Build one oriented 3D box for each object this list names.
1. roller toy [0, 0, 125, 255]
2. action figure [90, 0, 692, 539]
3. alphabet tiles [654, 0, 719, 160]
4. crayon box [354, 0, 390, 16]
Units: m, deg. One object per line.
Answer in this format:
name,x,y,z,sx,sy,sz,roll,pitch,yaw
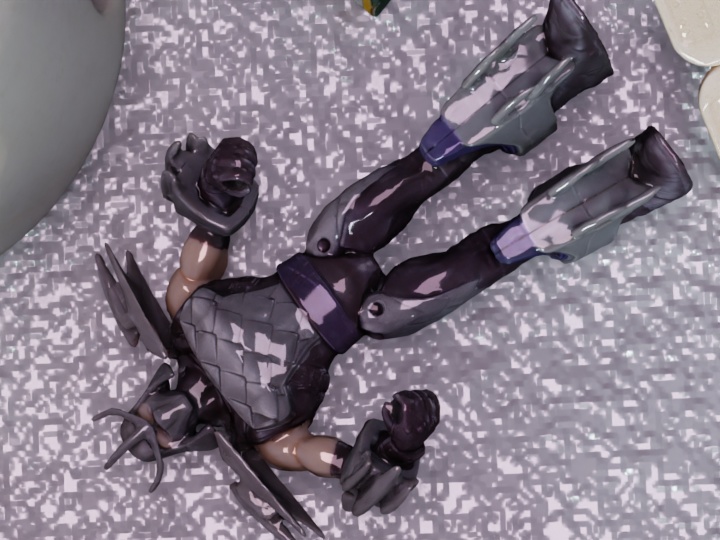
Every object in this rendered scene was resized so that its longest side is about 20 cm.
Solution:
roller toy,-0.169,-0.080,0.853,0.182,0.140,0.201,19,87,15
action figure,0.000,0.000,0.874,0.200,0.069,0.130,-36,88,1
alphabet tiles,0.195,-0.075,0.856,0.195,0.015,0.201,-20,105,12
crayon box,-0.057,-0.171,0.865,0.200,0.126,0.052,40,86,6
